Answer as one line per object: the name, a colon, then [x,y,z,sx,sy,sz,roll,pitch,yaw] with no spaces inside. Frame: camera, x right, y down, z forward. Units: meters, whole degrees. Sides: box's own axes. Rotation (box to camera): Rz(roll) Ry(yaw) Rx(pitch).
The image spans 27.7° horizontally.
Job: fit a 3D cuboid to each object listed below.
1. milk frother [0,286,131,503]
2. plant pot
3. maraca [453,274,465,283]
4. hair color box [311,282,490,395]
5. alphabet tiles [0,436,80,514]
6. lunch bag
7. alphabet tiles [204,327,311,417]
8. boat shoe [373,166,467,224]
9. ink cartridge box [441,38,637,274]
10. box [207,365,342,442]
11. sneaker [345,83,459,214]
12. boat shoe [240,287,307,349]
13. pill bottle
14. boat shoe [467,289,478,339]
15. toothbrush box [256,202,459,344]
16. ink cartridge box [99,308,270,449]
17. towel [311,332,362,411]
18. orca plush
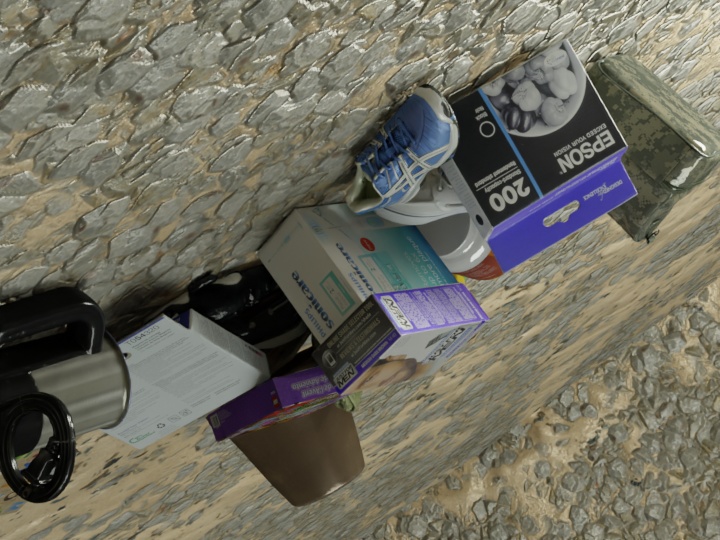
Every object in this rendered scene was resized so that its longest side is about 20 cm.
milk frother: [-0.298,0.138,1.423,0.188,0.200,0.181,-17,151,-46]
plant pot: [-0.085,0.216,1.957,0.200,0.175,0.200,-28,-176,2]
maraca: [0.087,0.042,2.026,0.137,0.107,0.200,-28,160,4]
hair color box: [0.049,0.075,1.641,0.109,0.065,0.200,-46,158,27]
alphabet tiles: [-0.416,0.246,1.770,0.200,0.008,0.167,-42,161,22]
lunch bag: [0.333,-0.152,1.835,0.168,0.200,0.139,-54,164,27]
alphabet tiles: [-0.119,0.114,1.854,0.200,0.008,0.167,-38,-170,34]
boat shoe: [0.110,-0.103,1.693,0.200,0.074,0.065,-8,152,-5]
ink cartridge box: [0.197,-0.129,1.649,0.198,0.200,0.043,-31,-177,-15]
box: [-0.081,0.152,1.742,0.137,0.039,0.200,-14,170,-31]
sneaker: [0.044,-0.123,1.581,0.077,0.076,0.200,-29,160,-33]
boat shoe: [-0.158,0.079,1.755,0.200,0.060,0.074,-23,-161,-21]
pill bottle: [0.132,-0.049,1.871,0.112,0.112,0.200,-40,162,14]
boat shoe: [0.082,0.022,1.899,0.200,0.072,0.072,35,99,-33]
toothbrush box: [0.000,0.000,1.701,0.200,0.146,0.085,-9,148,-52]
ink cartridge box: [-0.236,0.115,1.634,0.196,0.043,0.200,-29,142,19]
towel: [-0.019,0.074,1.844,0.200,0.036,0.148,71,31,-52]
orca plush: [-0.148,0.052,1.681,0.200,0.071,0.105,-18,155,-44]
